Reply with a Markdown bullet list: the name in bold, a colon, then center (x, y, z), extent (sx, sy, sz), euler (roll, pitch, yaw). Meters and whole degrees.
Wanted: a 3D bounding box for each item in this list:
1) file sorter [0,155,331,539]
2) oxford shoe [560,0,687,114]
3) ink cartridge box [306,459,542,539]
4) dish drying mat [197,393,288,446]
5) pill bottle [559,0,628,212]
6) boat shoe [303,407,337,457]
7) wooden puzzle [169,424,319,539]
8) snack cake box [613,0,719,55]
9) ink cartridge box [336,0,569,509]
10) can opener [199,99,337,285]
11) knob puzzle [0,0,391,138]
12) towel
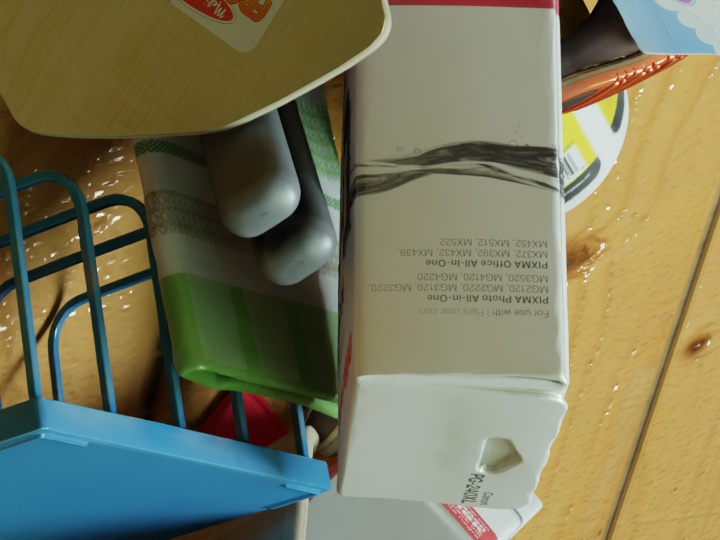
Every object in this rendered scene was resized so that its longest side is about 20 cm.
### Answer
- **file sorter**: center (-0.130, 0.040, 1.056), extent (0.138, 0.124, 0.200), euler (-20, 160, 27)
- **oxford shoe**: center (0.132, -0.133, 1.184), extent (0.200, 0.071, 0.073), euler (-38, 99, -42)
- **ink cartridge box**: center (0.003, 0.149, 1.308), extent (0.144, 0.084, 0.200), euler (-45, 173, 10)
- **dish drying mat**: center (-0.107, 0.150, 1.311), extent (0.200, 0.018, 0.077), euler (-50, 146, -11)
- **pill bottle**: center (0.048, -0.112, 1.202), extent (0.114, 0.114, 0.200), euler (-51, 147, -9)
- **boat shoe**: center (0.000, 0.000, 1.192), extent (0.072, 0.072, 0.201), euler (-66, -179, -50)
- **wooden puzzle**: center (-0.096, 0.157, 1.146), extent (0.184, 0.046, 0.200), euler (-30, -168, 11)
- **snack cake box**: center (0.128, -0.197, 1.063), extent (0.200, 0.067, 0.115), euler (54, 53, -41)
- **ink cartridge box**: center (0.034, -0.022, 1.029), extent (0.145, 0.083, 0.201), euler (97, -6, -67)
- **can opener**: center (-0.036, -0.072, 1.005), extent (0.066, 0.201, 0.053), euler (-30, 123, 14)
- **knob puzzle**: center (-0.069, -0.137, 0.961), extent (0.221, 0.219, 0.030), euler (-60, 166, 6)
- **towel**: center (-0.055, -0.039, 1.087), extent (0.031, 0.201, 0.149), euler (-22, 158, 29)
